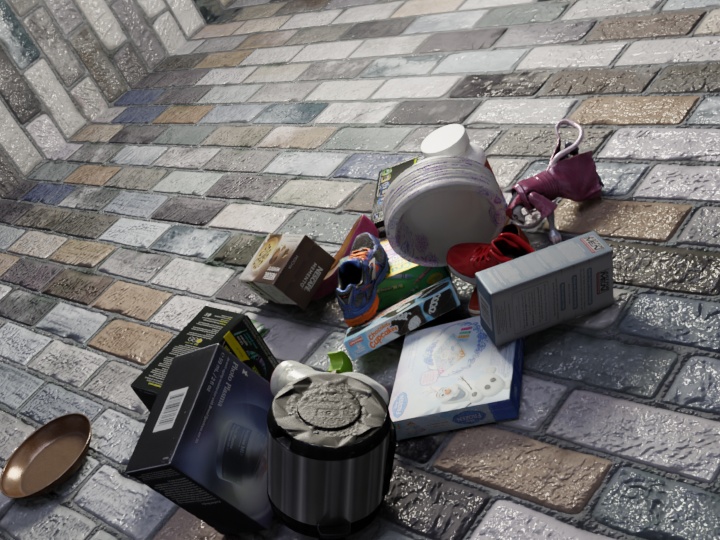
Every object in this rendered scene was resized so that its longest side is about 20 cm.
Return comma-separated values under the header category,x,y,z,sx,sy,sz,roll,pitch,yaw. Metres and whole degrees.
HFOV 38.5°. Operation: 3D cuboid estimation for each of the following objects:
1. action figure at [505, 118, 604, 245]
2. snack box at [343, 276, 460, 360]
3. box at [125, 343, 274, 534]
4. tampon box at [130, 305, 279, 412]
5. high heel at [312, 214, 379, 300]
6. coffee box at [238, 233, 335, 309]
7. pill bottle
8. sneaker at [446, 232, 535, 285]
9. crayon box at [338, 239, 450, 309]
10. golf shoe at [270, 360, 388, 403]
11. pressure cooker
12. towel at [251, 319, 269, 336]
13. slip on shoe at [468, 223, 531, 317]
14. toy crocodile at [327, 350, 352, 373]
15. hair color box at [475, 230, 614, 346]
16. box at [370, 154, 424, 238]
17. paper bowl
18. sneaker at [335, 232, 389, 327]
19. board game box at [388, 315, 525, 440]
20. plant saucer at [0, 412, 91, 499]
category,x,y,z,sx,sy,sz,roll,pitch,yaw
action figure,0.318,-0.143,1.751,0.198,0.151,0.134,-26,34,-20
snack box,0.069,0.077,1.702,0.198,0.037,0.116,-28,5,6
box,-0.205,0.250,1.522,0.122,0.198,0.202,-17,43,42
tampon box,-0.257,0.187,1.757,0.125,0.151,0.200,7,47,47
high heel,-0.052,-0.022,1.936,0.198,0.097,0.068,-28,30,5
coffee box,-0.140,-0.001,1.936,0.114,0.080,0.199,-56,22,-11
pill bottle,0.182,-0.150,1.813,0.111,0.201,0.113,-22,31,14
sneaker,0.206,-0.030,1.609,0.198,0.116,0.079,12,63,36
crayon box,0.059,-0.001,1.844,0.197,0.059,0.120,-22,32,14
golf shoe,-0.035,0.188,1.543,0.091,0.197,0.077,13,91,62
pressure cooker,-0.047,0.266,1.425,0.177,0.203,0.175,21,33,28
towel,-0.279,0.143,1.972,0.198,0.024,0.153,5,45,47
slip on shoe,0.224,0.001,1.696,0.073,0.062,0.201,-1,43,38
toy crocodile,-0.067,0.214,1.639,0.067,0.062,0.201,0,43,41
hair color box,0.273,0.026,1.523,0.197,0.100,0.061,-19,36,-10
box,0.120,-0.162,2.041,0.191,0.048,0.201,-20,33,22
paper bowl,0.134,-0.108,1.696,0.198,0.201,0.106,-21,50,16
sneaker,0.000,0.000,1.763,0.074,0.079,0.202,-16,38,20
board game box,0.148,0.153,1.555,0.196,0.044,0.201,-14,34,24
plant saucer,-0.575,0.351,1.913,0.198,0.037,0.202,-22,32,14
